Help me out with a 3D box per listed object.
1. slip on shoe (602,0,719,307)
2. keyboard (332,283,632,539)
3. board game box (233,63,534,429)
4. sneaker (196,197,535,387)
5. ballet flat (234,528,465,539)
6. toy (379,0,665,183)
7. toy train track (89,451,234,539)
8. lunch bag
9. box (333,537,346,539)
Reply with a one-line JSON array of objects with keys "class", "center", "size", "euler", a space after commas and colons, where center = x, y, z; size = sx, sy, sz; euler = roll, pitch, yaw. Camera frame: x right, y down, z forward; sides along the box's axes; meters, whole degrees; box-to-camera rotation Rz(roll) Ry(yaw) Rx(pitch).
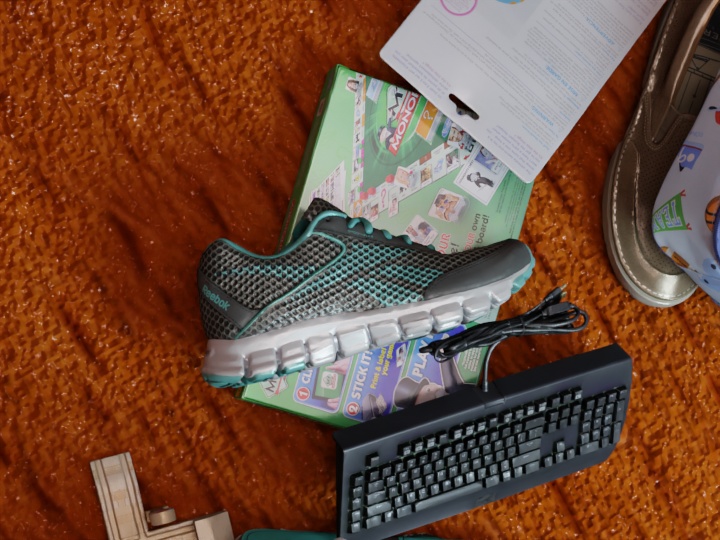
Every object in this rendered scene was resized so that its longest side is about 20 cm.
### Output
[{"class": "slip on shoe", "center": [0.198, -0.078, 1.229], "size": [0.076, 0.061, 0.201], "euler": [18, 83, -13]}, {"class": "keyboard", "center": [0.073, 0.080, 1.163], "size": [0.199, 0.021, 0.128], "euler": [-16, 119, -29]}, {"class": "board game box", "center": [0.018, -0.003, 1.195], "size": [0.134, 0.029, 0.201], "euler": [18, 83, -12]}, {"class": "sneaker", "center": [0.000, 0.000, 1.140], "size": [0.199, 0.078, 0.092], "euler": [-14, 87, -16]}, {"class": "ballet flat", "center": [0.015, 0.186, 1.173], "size": [0.199, 0.076, 0.064], "euler": [7, 116, -11]}, {"class": "toy", "center": [0.106, -0.158, 1.217], "size": [0.115, 0.047, 0.200], "euler": [40, 74, -6]}, {"class": "toy train track", "center": [-0.165, 0.170, 1.136], "size": [0.199, 0.033, 0.115], "euler": [-14, 91, -14]}, {"class": "lunch bag", "center": [0.265, -0.042, 1.203], "size": [0.200, 0.075, 0.161], "euler": [37, 78, -38]}, {"class": "box", "center": [-0.013, 0.276, 1.097], "size": [0.152, 0.106, 0.200], "euler": [-32, 108, 0]}]
